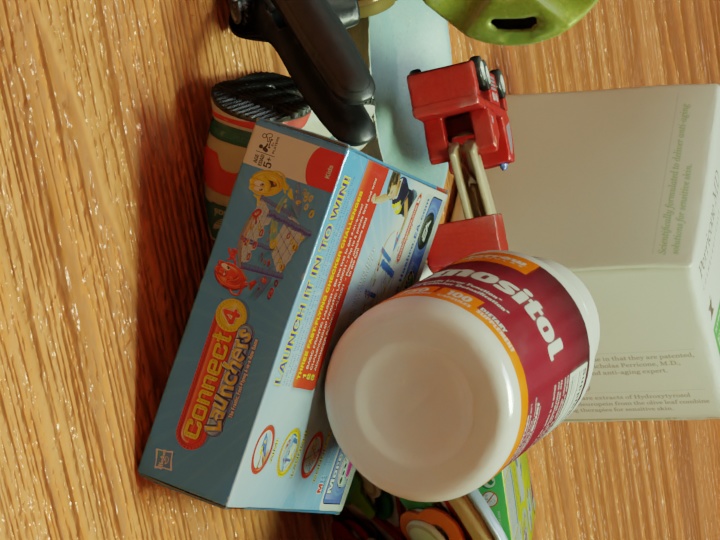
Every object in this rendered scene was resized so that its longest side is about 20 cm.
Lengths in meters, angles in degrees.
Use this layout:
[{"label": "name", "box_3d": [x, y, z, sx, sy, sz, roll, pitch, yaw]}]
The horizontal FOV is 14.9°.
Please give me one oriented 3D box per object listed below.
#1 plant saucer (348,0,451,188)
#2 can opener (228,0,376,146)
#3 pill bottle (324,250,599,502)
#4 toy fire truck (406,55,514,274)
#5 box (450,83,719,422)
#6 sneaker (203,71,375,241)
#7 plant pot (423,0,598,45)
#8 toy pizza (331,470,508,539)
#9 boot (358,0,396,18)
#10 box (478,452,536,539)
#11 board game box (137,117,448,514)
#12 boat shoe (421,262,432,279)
[{"label": "plant saucer", "box_3d": [0.019, -0.133, 1.833, 0.201, 0.038, 0.203, -2, 90, -73]}, {"label": "can opener", "box_3d": [-0.030, -0.137, 1.527, 0.200, 0.078, 0.064, -118, -169, -56]}, {"label": "pill bottle", "box_3d": [0.066, 0.052, 1.547, 0.200, 0.112, 0.114, -28, 115, -65]}, {"label": "toy fire truck", "box_3d": [0.071, -0.064, 1.787, 0.200, 0.048, 0.142, 9, 70, -79]}, {"label": "box", "box_3d": [0.182, -0.013, 2.079, 0.172, 0.198, 0.200, 68, 27, -43]}, {"label": "sneaker", "box_3d": [-0.048, -0.060, 1.589, 0.200, 0.070, 0.094, -23, 127, -74]}, {"label": "plant pot", "box_3d": [0.107, -0.235, 1.727, 0.184, 0.199, 0.202, -65, 148, -60]}, {"label": "toy pizza", "box_3d": [0.029, 0.165, 1.643, 0.032, 0.200, 0.201, -32, 128, -25]}, {"label": "boot", "box_3d": [-0.022, -0.279, 1.687, 0.176, 0.066, 0.201, -90, 168, -51]}, {"label": "box", "box_3d": [0.081, 0.124, 1.756, 0.200, 0.048, 0.118, -58, 141, -73]}, {"label": "board game box", "box_3d": [-0.032, 0.031, 1.510, 0.201, 0.056, 0.196, -71, 161, 0]}, {"label": "boat shoe", "box_3d": [0.000, 0.000, 1.719, 0.068, 0.072, 0.200, -52, 167, -11]}]
